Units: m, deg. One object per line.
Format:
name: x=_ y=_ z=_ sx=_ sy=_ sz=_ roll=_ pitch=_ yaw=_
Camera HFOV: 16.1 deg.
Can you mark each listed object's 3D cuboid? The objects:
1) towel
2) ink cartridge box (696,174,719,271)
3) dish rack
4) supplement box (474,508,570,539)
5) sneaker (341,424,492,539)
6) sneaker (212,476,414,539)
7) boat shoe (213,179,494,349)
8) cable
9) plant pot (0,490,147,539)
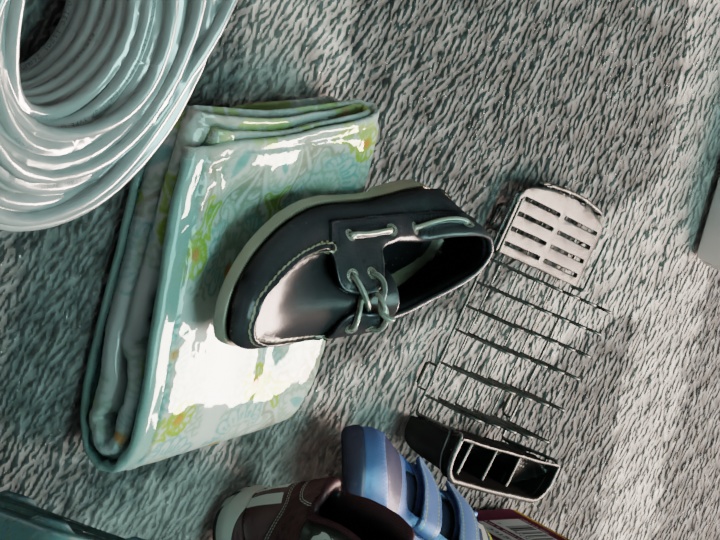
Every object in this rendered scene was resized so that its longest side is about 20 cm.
towel: x=-0.066 y=0.003 z=1.361 sx=0.171 sy=0.048 sz=0.201 roll=-10 pitch=121 yaw=-54
ink cartridge box: x=0.339 y=-0.094 z=1.885 sx=0.144 sy=0.084 sz=0.200 roll=-16 pitch=125 yaw=-52
dish rack: x=0.108 y=0.045 z=1.658 sx=0.153 sy=0.054 sz=0.200 roll=21 pitch=94 yaw=-61
supplement box: x=0.096 y=0.279 z=1.742 sx=0.103 sy=0.131 sz=0.200 roll=5 pitch=108 yaw=-57
sneaker: x=0.036 y=0.157 z=1.577 sx=0.200 sy=0.082 sz=0.074 roll=65 pitch=21 yaw=-51
sneaker: x=-0.002 y=0.209 z=1.460 sx=0.076 sy=0.115 sz=0.200 roll=-31 pitch=97 yaw=-51
boat shoe: x=0.000 y=0.000 z=1.358 sx=0.200 sy=0.063 sz=0.073 roll=-24 pitch=132 yaw=-51
cable: x=-0.139 y=-0.118 z=1.134 sx=0.200 sy=0.069 sz=0.200 roll=16 pitch=99 yaw=-59
plant pot: x=-0.183 y=0.206 z=1.197 sx=0.196 sy=0.195 sz=0.201 roll=24 pitch=83 yaw=-60
